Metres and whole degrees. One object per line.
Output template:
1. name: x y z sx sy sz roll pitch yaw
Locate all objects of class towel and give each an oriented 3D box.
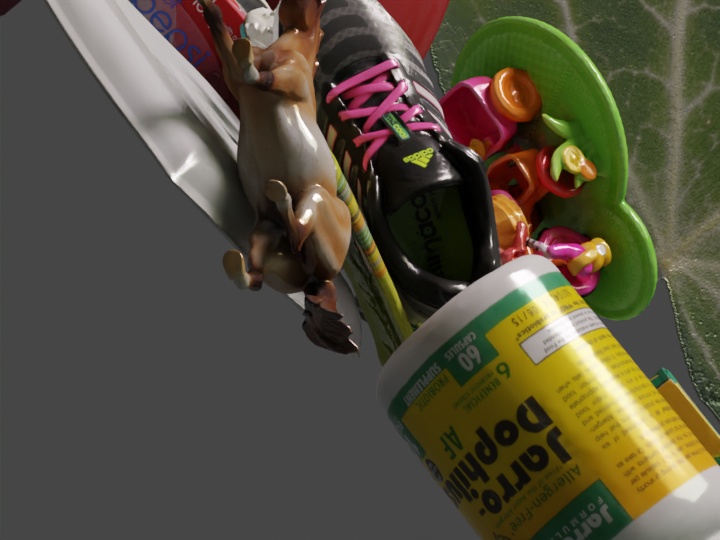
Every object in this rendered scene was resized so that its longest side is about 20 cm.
1. towel: 0.000 0.000 1.347 0.086 0.018 0.201 57 -6 50

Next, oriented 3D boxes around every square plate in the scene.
1. square plate: -0.080 -0.067 1.313 0.200 0.028 0.198 54 5 37

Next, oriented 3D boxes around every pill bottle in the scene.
1. pill bottle: 0.106 0.101 1.261 0.200 0.113 0.113 52 5 14

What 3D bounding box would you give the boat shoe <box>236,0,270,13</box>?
1. boat shoe: -0.063 -0.114 1.586 0.200 0.072 0.068 50 0 -39

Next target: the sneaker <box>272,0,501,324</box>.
1. sneaker: 0.020 -0.061 1.335 0.201 0.073 0.087 66 -11 -3

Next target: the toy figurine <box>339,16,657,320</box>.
1. toy figurine: 0.055 -0.032 1.557 0.201 0.183 0.150 61 -37 8

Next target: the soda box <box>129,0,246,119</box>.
1. soda box: -0.124 -0.164 1.441 0.200 0.063 0.070 49 5 -30

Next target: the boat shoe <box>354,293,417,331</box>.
1. boat shoe: 0.074 0.071 1.466 0.200 0.061 0.072 33 2 6

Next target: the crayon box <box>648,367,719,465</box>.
1. crayon box: 0.196 0.172 1.542 0.200 0.119 0.058 50 4 -1

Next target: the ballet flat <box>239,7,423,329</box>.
1. ballet flat: 0.011 -0.064 1.418 0.201 0.071 0.072 60 5 3

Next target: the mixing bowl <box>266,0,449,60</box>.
1. mixing bowl: -0.033 -0.163 1.788 0.200 0.198 0.109 31 63 -77

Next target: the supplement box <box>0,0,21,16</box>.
1. supplement box: -0.151 -0.200 1.150 0.086 0.110 0.200 49 5 -24

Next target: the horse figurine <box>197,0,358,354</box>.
1. horse figurine: -0.036 -0.050 1.203 0.132 0.050 0.202 32 44 -72
